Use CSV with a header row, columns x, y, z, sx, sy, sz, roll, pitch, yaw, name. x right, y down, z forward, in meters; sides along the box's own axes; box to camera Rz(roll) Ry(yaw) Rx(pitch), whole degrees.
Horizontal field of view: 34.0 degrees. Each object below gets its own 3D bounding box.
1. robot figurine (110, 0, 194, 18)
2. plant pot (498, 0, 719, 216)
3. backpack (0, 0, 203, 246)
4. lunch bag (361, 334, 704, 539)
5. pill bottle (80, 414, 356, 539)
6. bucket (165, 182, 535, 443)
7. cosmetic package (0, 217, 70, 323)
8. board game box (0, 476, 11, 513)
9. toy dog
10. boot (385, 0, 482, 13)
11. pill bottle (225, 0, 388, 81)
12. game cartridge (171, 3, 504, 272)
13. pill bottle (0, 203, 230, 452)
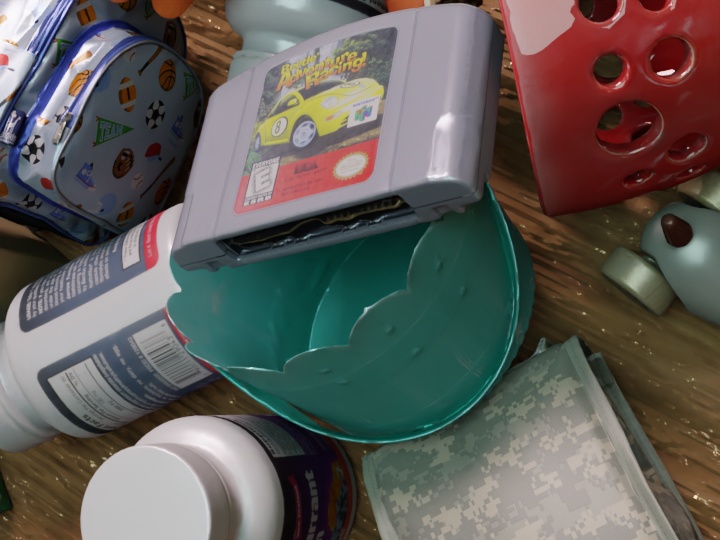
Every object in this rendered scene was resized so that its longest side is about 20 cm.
x,y,z,sx,sy,sz,roll,pitch,yaw,name
-0.128,-0.250,0.694,0.116,0.201,0.144,-21,53,-20,robot figurine
0.172,-0.144,0.678,0.181,0.200,0.202,-10,80,8,plant pot
-0.202,-0.124,0.819,0.153,0.200,0.192,16,83,16,backpack
0.108,0.157,0.702,0.163,0.117,0.201,-32,63,15,lunch bag
-0.084,0.146,0.732,0.111,0.200,0.112,-2,83,20,pill bottle
0.000,0.000,0.718,0.206,0.135,0.208,-21,50,28,bucket
-0.306,-0.015,0.831,0.105,0.200,0.071,35,95,19,cosmetic package
-0.365,0.122,0.928,0.134,0.029,0.201,-28,75,14,board game box
0.236,0.015,0.686,0.199,0.096,0.133,19,91,21,toy dog
0.013,-0.202,0.704,0.107,0.201,0.075,4,40,27,boot
-0.027,-0.204,0.790,0.111,0.111,0.201,14,88,21,pill bottle
-0.016,-0.077,0.661,0.199,0.041,0.134,-13,50,32,game cartridge
-0.175,0.047,0.819,0.199,0.119,0.120,-25,76,17,pill bottle
